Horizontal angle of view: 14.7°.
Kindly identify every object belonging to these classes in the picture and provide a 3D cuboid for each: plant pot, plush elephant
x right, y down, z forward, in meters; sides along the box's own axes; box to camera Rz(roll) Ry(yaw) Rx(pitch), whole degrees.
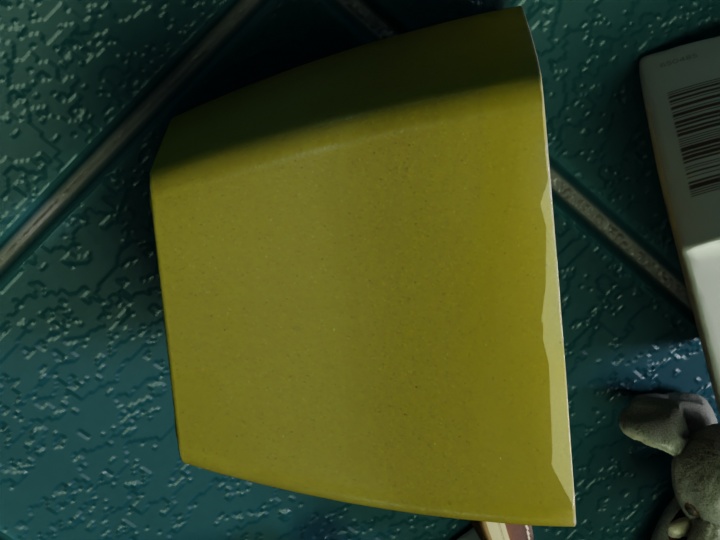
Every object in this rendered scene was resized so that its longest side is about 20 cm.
[{"bbox_3d":[0.000,0.000,1.283,0.175,0.200,0.201,-5,104,1],"label":"plant pot"},{"bbox_3d":[0.211,0.145,1.511,0.155,0.164,0.201,31,78,-51],"label":"plush elephant"}]

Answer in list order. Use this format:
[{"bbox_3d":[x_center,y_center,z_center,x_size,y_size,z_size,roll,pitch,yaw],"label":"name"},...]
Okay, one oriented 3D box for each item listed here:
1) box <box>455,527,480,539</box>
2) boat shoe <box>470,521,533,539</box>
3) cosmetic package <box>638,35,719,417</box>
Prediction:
[{"bbox_3d":[0.036,0.249,1.576,0.200,0.041,0.156,-37,128,3],"label":"box"},{"bbox_3d":[0.075,0.067,1.456,0.072,0.072,0.201,-19,121,-9],"label":"boat shoe"},{"bbox_3d":[0.245,-0.003,1.396,0.164,0.165,0.201,-14,129,7],"label":"cosmetic package"}]
